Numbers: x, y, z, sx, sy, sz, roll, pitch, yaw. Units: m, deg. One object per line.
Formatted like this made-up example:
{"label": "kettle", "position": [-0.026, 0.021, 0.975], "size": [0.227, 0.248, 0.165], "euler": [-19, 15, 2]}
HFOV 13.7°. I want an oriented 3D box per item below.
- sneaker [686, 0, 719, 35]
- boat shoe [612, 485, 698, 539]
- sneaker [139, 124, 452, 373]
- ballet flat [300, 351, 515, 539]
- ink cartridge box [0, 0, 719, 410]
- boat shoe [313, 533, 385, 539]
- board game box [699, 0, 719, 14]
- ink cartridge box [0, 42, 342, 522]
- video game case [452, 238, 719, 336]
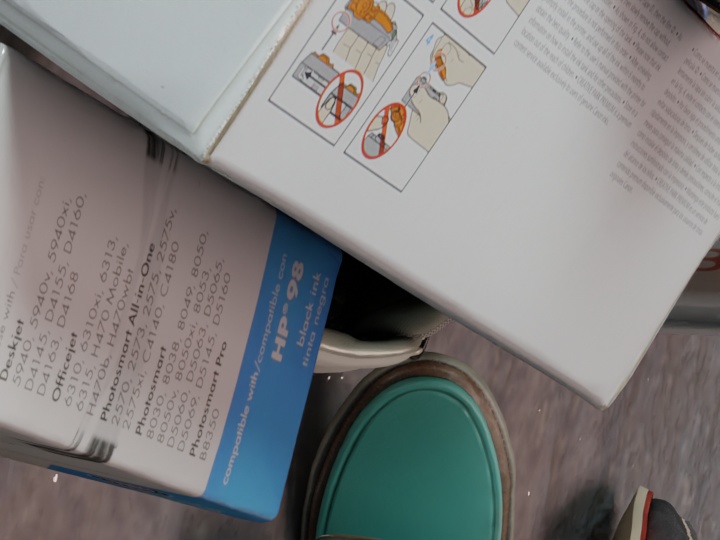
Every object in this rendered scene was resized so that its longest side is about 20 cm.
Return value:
{"label": "sneaker", "position": [0.082, -0.042, 0.749], "size": [0.080, 0.200, 0.147], "euler": [2, 98, -21]}
{"label": "boat shoe", "position": [0.117, 0.146, 1.111], "size": [0.200, 0.062, 0.071], "euler": [-80, -176, -67]}
{"label": "sneaker", "position": [0.000, 0.000, 0.842], "size": [0.200, 0.088, 0.074], "euler": [-6, 106, -65]}
{"label": "ballet flat", "position": [0.015, 0.106, 0.967], "size": [0.064, 0.067, 0.201], "euler": [-90, 179, -64]}
{"label": "ink cartridge box", "position": [-0.025, -0.070, 0.626], "size": [0.084, 0.175, 0.200], "euler": [-56, 151, 2]}
{"label": "boat shoe", "position": [0.052, 0.122, 0.897], "size": [0.199, 0.066, 0.070], "euler": [24, 60, -20]}
{"label": "board game box", "position": [0.014, -0.132, 0.623], "size": [0.165, 0.200, 0.057], "euler": [34, 96, -31]}
{"label": "ink cartridge box", "position": [-0.097, -0.008, 0.597], "size": [0.200, 0.115, 0.067], "euler": [31, 73, -64]}
{"label": "video game case", "position": [0.141, -0.055, 1.003], "size": [0.200, 0.181, 0.024], "euler": [-59, 136, -36]}
